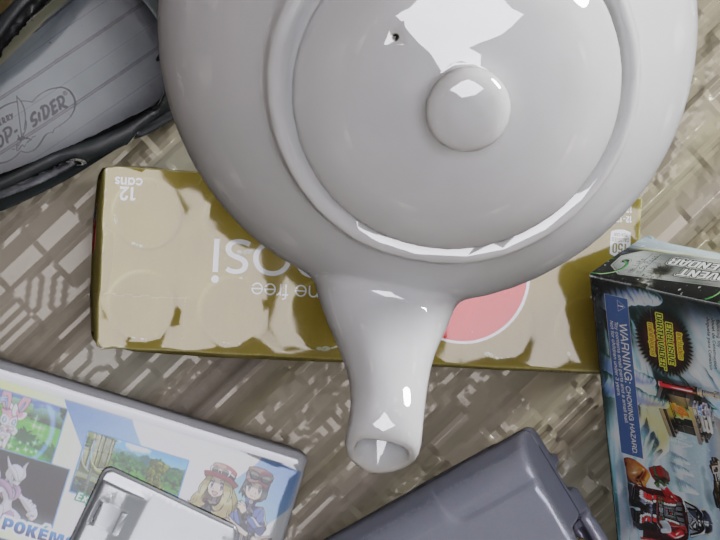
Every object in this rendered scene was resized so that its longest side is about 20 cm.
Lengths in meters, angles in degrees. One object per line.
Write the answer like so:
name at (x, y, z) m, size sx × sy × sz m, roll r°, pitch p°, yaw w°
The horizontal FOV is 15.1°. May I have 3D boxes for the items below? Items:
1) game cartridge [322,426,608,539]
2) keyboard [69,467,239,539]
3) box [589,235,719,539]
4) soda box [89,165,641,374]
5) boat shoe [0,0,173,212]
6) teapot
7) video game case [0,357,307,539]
game cartridge at (0.060, 0.173, 1.009) m, size 0.133 × 0.041 × 0.200 m, roll -31°, pitch 92°, yaw 25°
keyboard at (-0.112, 0.175, 1.007) m, size 0.056 × 0.011 × 0.201 m, roll 26°, pitch 89°, yaw -11°
box at (0.155, 0.096, 0.967) m, size 0.040 × 0.137 × 0.201 m, roll -32°, pitch 123°, yaw -42°
soda box at (0.000, 0.000, 1.010) m, size 0.199 × 0.064 × 0.068 m, roll 3°, pitch 91°, yaw -7°
boat shoe at (-0.087, -0.086, 0.996) m, size 0.199 × 0.066 × 0.075 m, roll -31°, pitch 94°, yaw -5°
teapot at (0.027, -0.075, 0.887) m, size 0.197 × 0.146 × 0.200 m, roll -33°, pitch 107°, yaw 5°
video game case at (-0.140, 0.126, 1.017) m, size 0.199 × 0.022 × 0.183 m, roll 17°, pitch 89°, yaw -6°
